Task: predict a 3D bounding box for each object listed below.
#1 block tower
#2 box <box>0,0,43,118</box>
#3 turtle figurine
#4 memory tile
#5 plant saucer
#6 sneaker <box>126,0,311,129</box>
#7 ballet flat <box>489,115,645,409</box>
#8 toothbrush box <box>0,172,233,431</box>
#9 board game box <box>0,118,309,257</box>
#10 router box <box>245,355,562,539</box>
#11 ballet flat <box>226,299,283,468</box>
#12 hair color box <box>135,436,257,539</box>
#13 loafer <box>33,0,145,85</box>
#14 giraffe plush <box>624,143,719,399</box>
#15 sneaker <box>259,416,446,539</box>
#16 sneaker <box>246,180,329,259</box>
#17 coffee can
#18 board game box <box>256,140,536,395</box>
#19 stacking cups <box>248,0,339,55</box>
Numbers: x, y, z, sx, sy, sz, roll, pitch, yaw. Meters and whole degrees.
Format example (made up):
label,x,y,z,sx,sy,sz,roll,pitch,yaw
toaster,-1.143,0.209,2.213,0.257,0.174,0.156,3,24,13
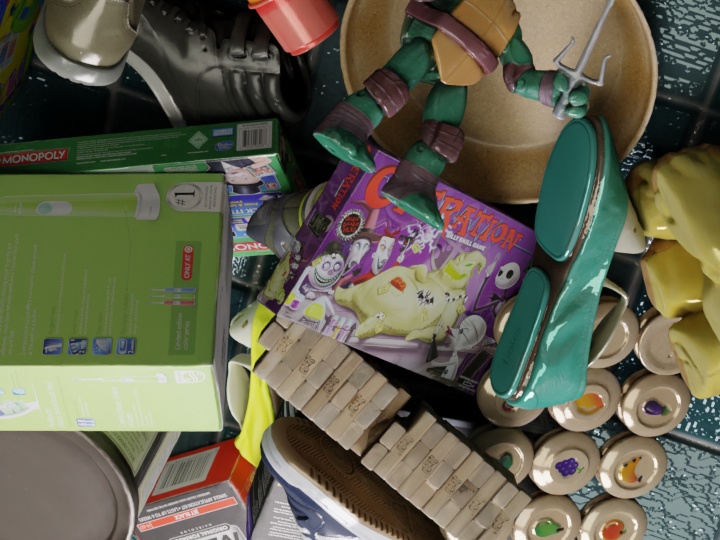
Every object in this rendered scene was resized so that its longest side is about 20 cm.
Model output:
label,x,y,z,sx,sy,sz,roll,pitch,yaw
block tower,0.016,0.099,1.403,0.200,0.058,0.054,40,94,-3
box,-0.279,-0.169,1.338,0.122,0.200,0.193,21,126,3
turtle figurine,0.065,-0.132,1.258,0.150,0.101,0.200,36,87,-16
memory tile,0.144,0.108,1.455,0.153,0.017,0.200,5,114,-18
plant saucer,0.088,-0.135,1.353,0.200,0.035,0.200,8,125,11
sneaker,-0.102,-0.159,1.376,0.099,0.071,0.200,-19,123,28
ballet flat,0.139,-0.004,1.361,0.070,0.067,0.200,6,112,-24
toothbrush box,-0.184,0.019,1.364,0.200,0.146,0.086,0,146,0
board game box,-0.136,-0.047,1.432,0.200,0.029,0.135,-4,154,10
router box,0.035,0.140,1.514,0.200,0.052,0.157,11,128,-13
ballet flat,-0.062,0.063,1.523,0.067,0.067,0.200,27,132,24
hair color box,-0.083,0.227,1.639,0.101,0.061,0.200,-19,117,26
loafer,-0.144,-0.196,1.283,0.075,0.200,0.070,18,135,-20
giraffe plush,0.275,-0.012,1.324,0.162,0.200,0.173,-19,107,-10
sneaker,-0.024,0.182,1.465,0.108,0.070,0.200,-35,127,21
sneaker,0.000,0.000,1.430,0.081,0.074,0.200,0,148,33
coffee can,-0.193,0.092,1.492,0.146,0.200,0.146,8,125,12
board game box,0.036,0.001,1.368,0.200,0.032,0.120,23,97,-46
stacking cups,-0.086,-0.219,1.320,0.060,0.061,0.200,-23,109,29
